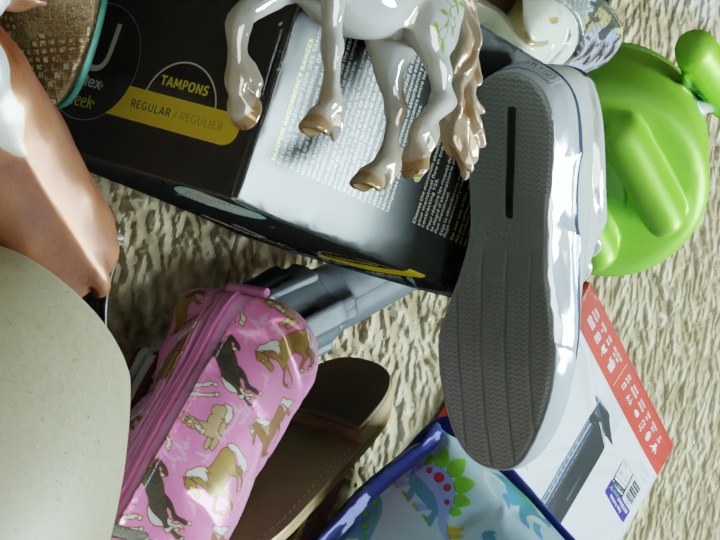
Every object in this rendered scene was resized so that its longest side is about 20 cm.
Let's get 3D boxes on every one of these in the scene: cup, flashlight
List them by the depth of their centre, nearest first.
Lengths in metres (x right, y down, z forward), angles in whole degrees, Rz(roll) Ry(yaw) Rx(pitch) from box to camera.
[{"bbox_3d":[-0.174,0.071,0.859,0.143,0.200,0.201,-54,140,-34],"label":"cup"},{"bbox_3d":[0.000,0.000,1.159,0.200,0.068,0.068,-28,154,-45],"label":"flashlight"}]

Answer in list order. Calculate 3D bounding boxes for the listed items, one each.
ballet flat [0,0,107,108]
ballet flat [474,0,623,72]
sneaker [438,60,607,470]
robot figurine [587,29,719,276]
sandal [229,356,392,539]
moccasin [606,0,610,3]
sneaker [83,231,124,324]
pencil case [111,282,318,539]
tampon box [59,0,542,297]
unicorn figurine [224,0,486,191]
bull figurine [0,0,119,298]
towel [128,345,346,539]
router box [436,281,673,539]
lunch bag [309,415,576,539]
[{"bbox_3d":[-0.138,-0.170,0.912,0.065,0.070,0.201,17,76,-45],"label":"ballet flat"},{"bbox_3d":[0.060,-0.136,1.120,0.200,0.072,0.072,22,86,-28],"label":"ballet flat"},{"bbox_3d":[0.088,-0.002,1.020,0.071,0.073,0.201,-15,117,-50],"label":"sneaker"},{"bbox_3d":[0.147,-0.068,1.252,0.116,0.175,0.200,57,17,-12],"label":"robot figurine"},{"bbox_3d":[-0.048,0.129,1.109,0.212,0.077,0.070,-41,137,-43],"label":"sandal"},{"bbox_3d":[0.139,-0.251,1.236,0.074,0.078,0.202,6,99,-54],"label":"moccasin"},{"bbox_3d":[-0.156,0.063,0.966,0.075,0.082,0.201,-5,107,-52],"label":"sneaker"},{"bbox_3d":[-0.088,0.096,1.006,0.083,0.086,0.200,39,47,-12],"label":"pencil case"},{"bbox_3d":[-0.038,-0.081,1.008,0.200,0.150,0.127,22,85,-54],"label":"tampon box"},{"bbox_3d":[-0.002,-0.115,0.868,0.200,0.074,0.138,37,63,-66],"label":"unicorn figurine"},{"bbox_3d":[-0.162,-0.068,0.867,0.065,0.121,0.200,-38,134,-22],"label":"bull figurine"},{"bbox_3d":[-0.092,0.139,1.134,0.200,0.023,0.144,41,71,-51],"label":"towel"},{"bbox_3d":[0.118,0.128,1.383,0.180,0.049,0.200,-57,141,-21],"label":"router box"},{"bbox_3d":[0.060,0.176,1.159,0.127,0.170,0.200,-41,175,-6],"label":"lunch bag"}]
